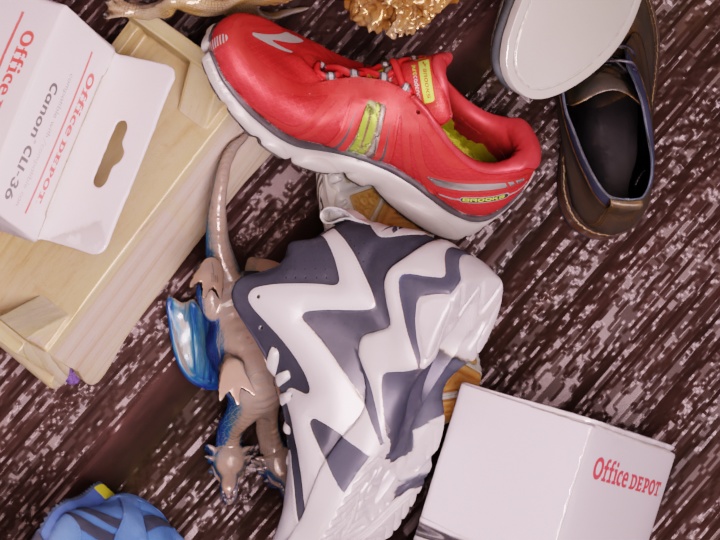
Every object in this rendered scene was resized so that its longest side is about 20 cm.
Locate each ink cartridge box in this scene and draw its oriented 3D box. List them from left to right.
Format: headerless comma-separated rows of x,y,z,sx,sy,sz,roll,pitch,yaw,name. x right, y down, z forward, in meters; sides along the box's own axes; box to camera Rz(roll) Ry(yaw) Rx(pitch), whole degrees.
-0.210,-0.091,1.188,0.199,0.067,0.117,16,79,23,ink cartridge box
0.085,0.172,1.203,0.084,0.144,0.201,16,87,27,ink cartridge box

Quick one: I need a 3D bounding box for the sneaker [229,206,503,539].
-0.024,0.058,1.159,0.129,0.079,0.200,33,109,30,sneaker

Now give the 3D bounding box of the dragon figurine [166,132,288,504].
-0.071,0.033,1.239,0.059,0.099,0.201,-12,80,-18,dragon figurine

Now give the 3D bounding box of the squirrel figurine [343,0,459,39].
0.038,-0.226,1.195,0.186,0.141,0.201,16,107,29,squirrel figurine

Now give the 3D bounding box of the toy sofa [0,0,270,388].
-0.141,-0.039,1.240,0.083,0.098,0.200,36,87,22,toy sofa

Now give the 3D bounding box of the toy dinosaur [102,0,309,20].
-0.081,-0.151,1.183,0.100,0.200,0.059,8,78,6,toy dinosaur

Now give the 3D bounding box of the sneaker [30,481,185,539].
-0.131,0.161,1.168,0.078,0.200,0.066,27,98,6,sneaker

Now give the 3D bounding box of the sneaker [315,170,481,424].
0.000,0.000,1.244,0.075,0.088,0.201,4,64,-35,sneaker

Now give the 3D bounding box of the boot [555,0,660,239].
0.138,-0.119,1.243,0.074,0.097,0.201,-7,89,-3,boot

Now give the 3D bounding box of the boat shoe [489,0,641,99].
0.116,-0.174,1.220,0.073,0.062,0.201,42,65,-33,boat shoe

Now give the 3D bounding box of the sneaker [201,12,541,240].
0.010,-0.093,1.188,0.199,0.085,0.077,25,46,-25,sneaker
